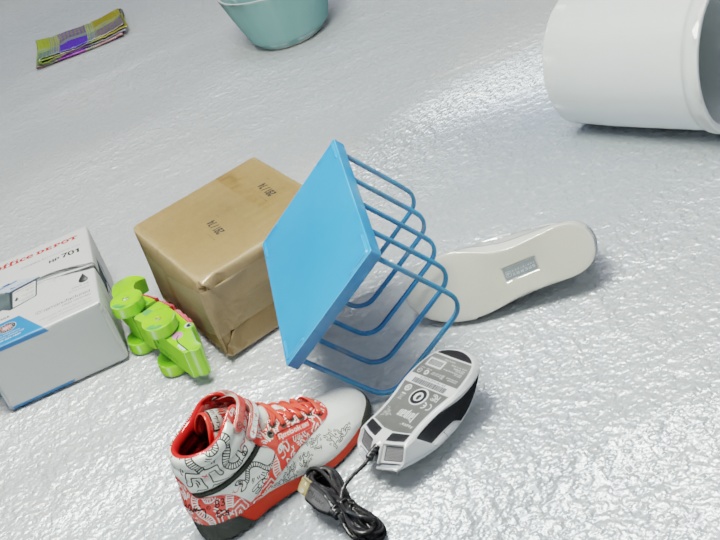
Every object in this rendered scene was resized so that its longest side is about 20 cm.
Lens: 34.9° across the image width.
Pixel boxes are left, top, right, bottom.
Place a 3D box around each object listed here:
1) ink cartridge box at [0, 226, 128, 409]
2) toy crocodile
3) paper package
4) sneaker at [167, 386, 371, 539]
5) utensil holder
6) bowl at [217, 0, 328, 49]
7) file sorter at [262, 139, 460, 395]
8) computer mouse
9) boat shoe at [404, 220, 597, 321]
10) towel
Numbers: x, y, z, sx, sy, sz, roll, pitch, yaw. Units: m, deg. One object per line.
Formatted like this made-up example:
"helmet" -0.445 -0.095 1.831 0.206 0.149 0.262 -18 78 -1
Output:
"ink cartridge box" -0.361 0.050 1.337 0.144 0.087 0.201 -24 33 -6
"toy crocodile" -0.219 0.061 1.253 0.061 0.068 0.199 -35 34 -24
"paper package" -0.131 -0.022 1.294 0.189 0.105 0.199 -32 33 -20
"sneaker" -0.078 0.140 1.014 0.200 0.109 0.067 -36 35 -23
"utensil holder" 0.330 -0.245 1.307 0.198 0.172 0.170 8 41 41
"bowl" -0.134 -0.447 1.936 0.197 0.106 0.202 -14 33 9
"file sorter" 0.000 0.000 1.110 0.140 0.121 0.201 -53 29 23
"computer mouse" 0.039 0.149 1.000 0.200 0.044 0.109 -43 33 -22
"boat shoe" 0.141 -0.005 1.154 0.197 0.073 0.068 -25 1 14
"towel" -0.559 -0.469 2.293 0.197 0.023 0.144 -22 33 -2
